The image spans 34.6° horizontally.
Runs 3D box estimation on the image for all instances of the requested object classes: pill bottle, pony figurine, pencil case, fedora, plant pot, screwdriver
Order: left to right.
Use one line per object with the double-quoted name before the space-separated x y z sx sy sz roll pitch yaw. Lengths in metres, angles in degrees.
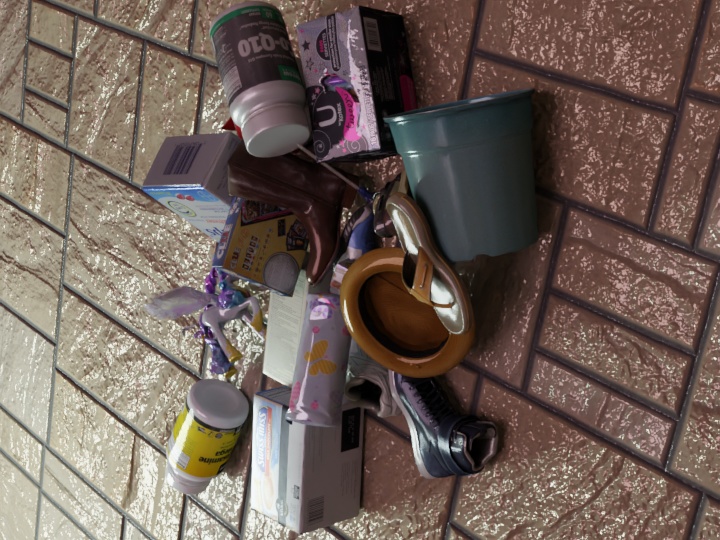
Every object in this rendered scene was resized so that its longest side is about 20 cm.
"pill bottle" -0.280 0.300 2.058 0.112 0.112 0.201 46 127 31
"pony figurine" -0.246 0.076 1.982 0.192 0.166 0.201 -32 67 10
"pill bottle" -0.141 -0.271 1.651 0.113 0.112 0.201 -36 64 43
"pencil case" -0.054 0.132 1.697 0.082 0.091 0.202 9 86 7
"screwdriver" -0.012 -0.130 1.678 0.029 0.200 0.028 -39 29 21
"fedora" 0.071 0.048 1.599 0.199 0.082 0.202 9 116 19
"plant pot" 0.146 -0.122 1.508 0.199 0.199 0.198 -3 103 46

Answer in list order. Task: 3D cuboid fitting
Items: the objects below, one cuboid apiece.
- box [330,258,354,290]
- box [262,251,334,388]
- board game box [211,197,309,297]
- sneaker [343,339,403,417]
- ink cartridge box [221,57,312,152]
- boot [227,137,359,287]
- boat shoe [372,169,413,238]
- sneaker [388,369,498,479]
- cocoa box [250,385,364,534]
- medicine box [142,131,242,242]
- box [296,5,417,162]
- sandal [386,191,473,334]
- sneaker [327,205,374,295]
"box" 0.050 0.044 1.682 0.199 0.041 0.039 28 116 19
"box" -0.093 0.079 1.854 0.095 0.077 0.202 24 113 42
"board game box" -0.135 -0.077 1.758 0.034 0.135 0.202 2 71 53
"sneaker" 0.000 0.156 1.753 0.199 0.099 0.079 31 120 39
"ink cartridge box" -0.117 -0.244 1.795 0.200 0.116 0.068 -38 62 42
"boot" -0.120 -0.089 1.706 0.064 0.199 0.188 15 88 70
"boat shoe" 0.048 -0.094 1.608 0.064 0.200 0.074 -15 102 8
"sneaker" 0.120 0.197 1.643 0.146 0.077 0.204 -15 95 57
"cocoa box" -0.086 0.292 1.840 0.131 0.133 0.202 14 106 45
"medicine box" -0.210 -0.124 1.841 0.181 0.200 0.104 3 63 48
"box" -0.003 -0.261 1.653 0.114 0.132 0.202 -10 89 32
"sandal" 0.077 -0.003 1.478 0.201 0.054 0.080 62 156 -4
"sneaker" 0.000 0.000 1.764 0.076 0.076 0.202 15 106 14
